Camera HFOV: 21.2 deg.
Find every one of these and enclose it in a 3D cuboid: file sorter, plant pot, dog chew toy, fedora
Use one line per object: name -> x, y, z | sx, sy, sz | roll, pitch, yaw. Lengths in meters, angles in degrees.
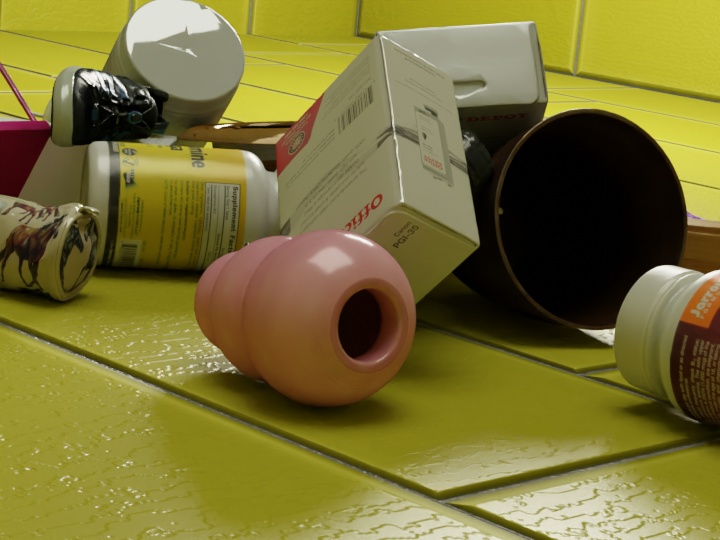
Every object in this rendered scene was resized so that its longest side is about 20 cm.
file sorter -> -0.411, -0.115, 1.729 | 0.200, 0.139, 0.125 | -6, 50, -45
plant pot -> 0.155, -0.037, 1.700 | 0.187, 0.187, 0.200 | 1, -4, -24
dog chew toy -> -0.051, 0.029, 1.380 | 0.124, 0.125, 0.200 | -3, 7, -35
fedora -> -0.084, -0.102, 1.869 | 0.200, 0.082, 0.201 | -1, 7, 0

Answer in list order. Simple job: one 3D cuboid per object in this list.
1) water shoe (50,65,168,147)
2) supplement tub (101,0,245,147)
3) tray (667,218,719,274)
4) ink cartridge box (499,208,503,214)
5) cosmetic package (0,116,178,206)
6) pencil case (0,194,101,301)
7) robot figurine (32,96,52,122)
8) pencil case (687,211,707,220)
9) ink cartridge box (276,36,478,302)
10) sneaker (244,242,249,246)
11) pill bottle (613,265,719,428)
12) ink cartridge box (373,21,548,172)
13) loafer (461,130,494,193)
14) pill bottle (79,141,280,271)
water shoe -> -0.229, -0.153, 1.780 | 0.079, 0.072, 0.200 | 6, 12, 7
supplement tub -> -0.209, -0.172, 1.978 | 0.132, 0.132, 0.200 | 1, -29, -24
tray -> 0.364, 0.013, 1.692 | 0.200, 0.099, 0.037 | 5, 12, 0
ink cartridge box -> 0.095, -0.091, 1.914 | 0.200, 0.083, 0.147 | 5, 13, -5
cosmetic package -> -0.283, -0.088, 1.869 | 0.200, 0.102, 0.071 | 6, 11, 3
pencil case -> -0.310, -0.032, 1.612 | 0.200, 0.090, 0.078 | 12, 13, 23
robot figurine -> -0.275, -0.154, 2.164 | 0.200, 0.113, 0.170 | 13, -16, 29
pencil case -> 0.376, -0.007, 1.834 | 0.200, 0.086, 0.084 | 10, 14, 24
ink cartridge box -> 0.008, -0.061, 1.517 | 0.083, 0.147, 0.200 | 26, 37, -29
sneaker -> -0.035, -0.010, 1.670 | 0.115, 0.076, 0.200 | 13, 16, 25
pill bottle -> 0.286, 0.063, 1.369 | 0.114, 0.114, 0.200 | -5, 16, -43
ink cartridge box -> 0.084, -0.141, 1.736 | 0.144, 0.085, 0.200 | -4, -19, -3
loafer -> 0.032, -0.074, 1.648 | 0.070, 0.068, 0.201 | -44, 18, -30
pill bottle -> -0.151, -0.056, 1.744 | 0.200, 0.113, 0.112 | 3, 12, -13
